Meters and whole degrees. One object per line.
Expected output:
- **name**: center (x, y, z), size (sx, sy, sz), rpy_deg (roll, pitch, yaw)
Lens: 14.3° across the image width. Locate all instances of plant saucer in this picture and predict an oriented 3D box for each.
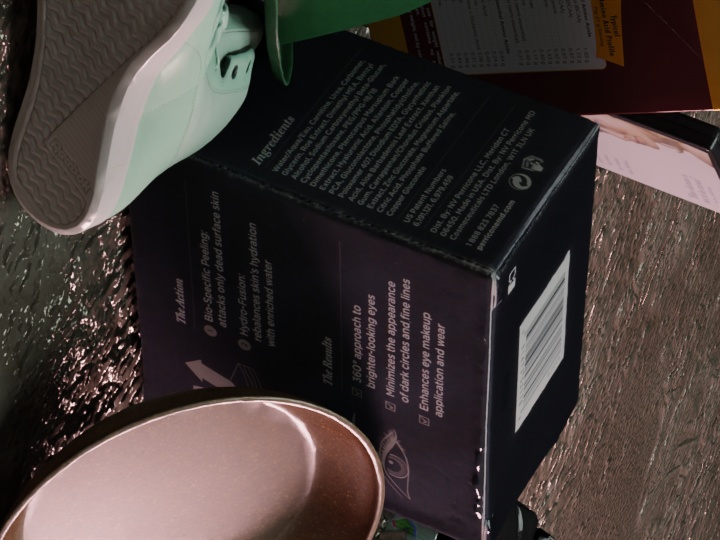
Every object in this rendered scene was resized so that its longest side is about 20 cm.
- **plant saucer**: center (-0.087, 0.119, 1.363), size (0.199, 0.037, 0.201), rpy_deg (-14, 138, -13)

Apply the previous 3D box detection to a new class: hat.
- **hat**: center (0.045, -0.162, 1.277), size (0.166, 0.175, 0.201), rpy_deg (86, 2, -52)

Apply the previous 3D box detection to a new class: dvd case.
- **dvd case**: center (0.124, -0.088, 1.643), size (0.018, 0.199, 0.143), rpy_deg (-65, 160, -7)

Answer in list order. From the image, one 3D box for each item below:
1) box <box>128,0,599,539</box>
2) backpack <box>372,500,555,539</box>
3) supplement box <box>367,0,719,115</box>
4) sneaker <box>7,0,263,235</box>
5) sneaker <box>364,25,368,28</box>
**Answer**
- **box**: center (0.000, 0.000, 1.376), size (0.118, 0.199, 0.197), rpy_deg (-54, 156, -38)
- **backpack**: center (0.010, 0.199, 1.692), size (0.201, 0.126, 0.167), rpy_deg (-58, 150, -4)
- **supplement box**: center (0.108, -0.192, 1.413), size (0.133, 0.199, 0.199), rpy_deg (-45, 128, -52)
- **sneaker**: center (-0.079, -0.117, 1.207), size (0.118, 0.074, 0.201), rpy_deg (-38, 160, -49)
- **sneaker**: center (0.069, -0.168, 1.581), size (0.200, 0.089, 0.068), rpy_deg (-34, 141, -60)
